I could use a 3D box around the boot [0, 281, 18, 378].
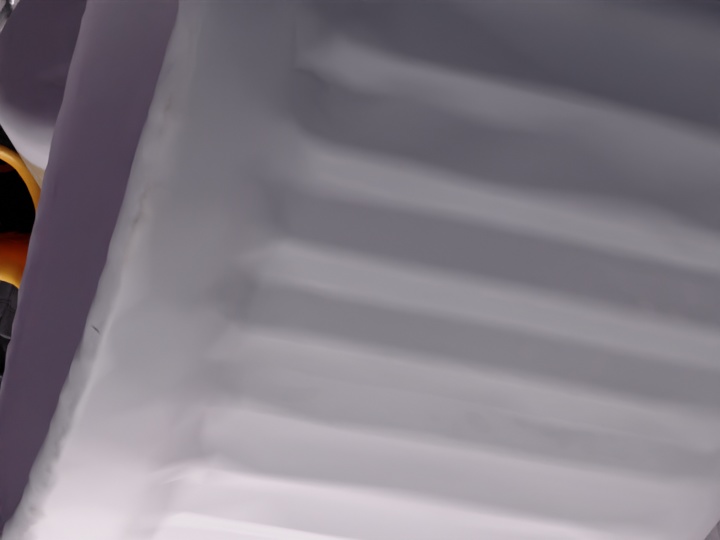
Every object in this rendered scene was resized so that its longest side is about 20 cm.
[{"bbox_3d":[-0.155,-0.026,1.139,0.070,0.132,0.200,27,170,-41],"label":"boot"}]

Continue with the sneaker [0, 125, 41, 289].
[{"bbox_3d":[-0.162,-0.049,0.850,0.200,0.078,0.077,16,-146,-2],"label":"sneaker"}]

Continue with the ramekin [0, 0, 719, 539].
[{"bbox_3d":[0.012,-0.041,0.423,0.098,0.201,0.200,14,173,-10],"label":"ramekin"}]

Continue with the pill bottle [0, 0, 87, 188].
[{"bbox_3d":[0.000,0.000,0.714,0.120,0.120,0.200,13,142,46],"label":"pill bottle"}]

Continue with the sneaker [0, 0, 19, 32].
[{"bbox_3d":[-0.143,-0.119,0.756,0.082,0.077,0.200,29,164,23],"label":"sneaker"}]

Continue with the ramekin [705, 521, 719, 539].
[{"bbox_3d":[0.174,0.059,0.710,0.202,0.094,0.202,0,150,0],"label":"ramekin"}]
